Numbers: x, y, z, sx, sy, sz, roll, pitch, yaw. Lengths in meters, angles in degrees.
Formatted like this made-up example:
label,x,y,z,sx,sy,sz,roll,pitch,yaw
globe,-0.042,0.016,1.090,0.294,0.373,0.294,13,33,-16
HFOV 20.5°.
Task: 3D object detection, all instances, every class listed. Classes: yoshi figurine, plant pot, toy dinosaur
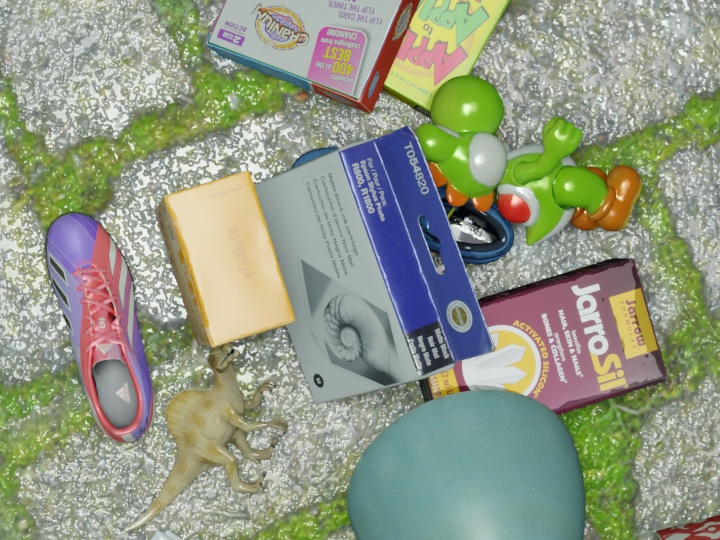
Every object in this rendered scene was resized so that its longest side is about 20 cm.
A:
label,x,y,z,sx,sy,sz,roll,pitch,yaw
yoshi figurine,0.133,-0.103,1.670,0.199,0.112,0.113,18,126,-22
plant pot,0.100,0.218,1.624,0.199,0.135,0.201,-8,127,-10
toy dinosaur,-0.123,0.145,1.695,0.101,0.058,0.201,24,112,-4

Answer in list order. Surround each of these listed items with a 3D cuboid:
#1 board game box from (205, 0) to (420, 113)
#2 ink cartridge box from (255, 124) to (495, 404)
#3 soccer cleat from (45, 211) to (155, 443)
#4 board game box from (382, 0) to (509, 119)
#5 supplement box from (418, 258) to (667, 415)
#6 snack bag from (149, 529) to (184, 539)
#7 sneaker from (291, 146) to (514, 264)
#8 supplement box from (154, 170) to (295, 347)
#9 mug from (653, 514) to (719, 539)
label,x,y,z,sx,sy,sz,roll,pitch,yaw
board game box,-0.022,-0.252,1.678,0.152,0.040,0.201,23,86,19
ink cartridge box,0.000,0.000,1.640,0.041,0.200,0.200,-21,91,-42
soccer cleat,-0.217,0.047,1.675,0.068,0.073,0.201,-15,91,-5
board game box,0.074,-0.239,1.712,0.101,0.048,0.201,29,88,-4
supplement box,0.147,0.069,1.698,0.199,0.086,0.111,-17,91,-5
snack bag,-0.144,0.352,1.707,0.188,0.021,0.201,31,90,-3
sneaker,0.037,-0.059,1.695,0.199,0.078,0.066,20,90,-3
supplement box,-0.114,-0.006,1.620,0.073,0.200,0.127,-18,90,-8
mug,0.362,0.277,1.696,0.199,0.133,0.178,-10,89,-1
